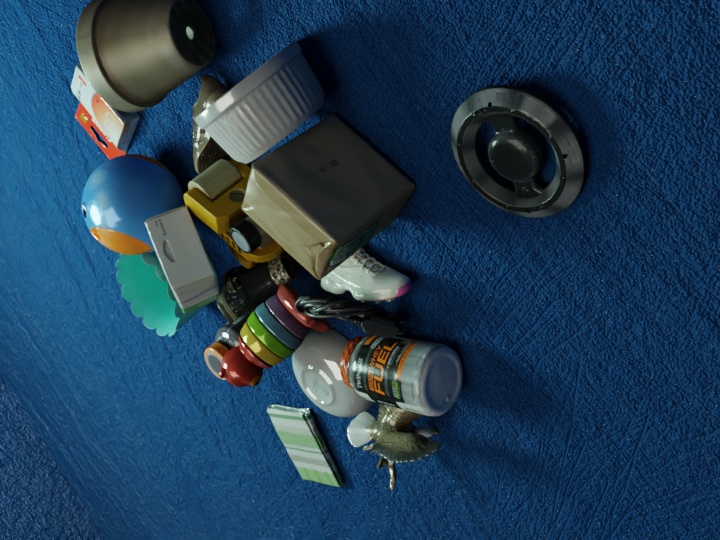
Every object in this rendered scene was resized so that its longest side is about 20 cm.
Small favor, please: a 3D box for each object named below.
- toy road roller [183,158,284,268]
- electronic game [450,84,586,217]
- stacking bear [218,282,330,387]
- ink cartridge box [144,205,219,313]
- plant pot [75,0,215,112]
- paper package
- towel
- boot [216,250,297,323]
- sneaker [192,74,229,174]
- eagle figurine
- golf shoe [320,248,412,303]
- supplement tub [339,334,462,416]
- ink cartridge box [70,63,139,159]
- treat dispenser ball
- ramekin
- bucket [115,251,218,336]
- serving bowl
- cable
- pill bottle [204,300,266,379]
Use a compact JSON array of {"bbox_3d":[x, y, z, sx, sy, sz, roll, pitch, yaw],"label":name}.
[{"bbox_3d":[-0.220,-0.094,1.660,0.200,0.123,0.146,40,152,17],"label":"toy road roller"},{"bbox_3d":[0.210,-0.158,1.216,0.199,0.042,0.201,26,141,23],"label":"electronic game"},{"bbox_3d":[-0.170,0.130,1.632,0.114,0.200,0.121,45,-176,18],"label":"stacking bear"},{"bbox_3d":[-0.333,-0.017,1.705,0.200,0.087,0.146,105,141,-76],"label":"ink cartridge box"},{"bbox_3d":[-0.350,-0.387,1.535,0.173,0.200,0.201,-8,113,31],"label":"plant pot"},{"bbox_3d":[-0.051,-0.118,1.395,0.191,0.200,0.104,42,142,14],"label":"paper package"},{"bbox_3d":[-0.122,0.388,2.006,0.149,0.031,0.201,-2,119,50],"label":"towel"},{"bbox_3d":[-0.193,0.016,1.739,0.153,0.204,0.074,-32,107,10],"label":"boot"},{"bbox_3d":[-0.272,-0.266,1.638,0.076,0.070,0.200,57,144,27],"label":"sneaker"},{"bbox_3d":[0.078,0.288,1.640,0.152,0.151,0.200,54,155,16],"label":"eagle figurine"},{"bbox_3d":[0.000,0.000,1.537,0.199,0.075,0.092,9,121,41],"label":"golf shoe"},{"bbox_3d":[0.067,0.175,1.559,0.199,0.122,0.123,6,123,43],"label":"supplement tub"},{"bbox_3d":[-0.550,-0.318,1.890,0.162,0.050,0.200,50,139,5],"label":"ink cartridge box"},{"bbox_3d":[-0.455,-0.132,1.808,0.200,0.201,0.202,27,135,30],"label":"treat dispenser ball"},{"bbox_3d":[-0.149,-0.255,1.401,0.105,0.200,0.200,52,144,-13],"label":"ramekin"},{"bbox_3d":[-0.413,0.022,1.936,0.207,0.135,0.208,26,134,31],"label":"bucket"},{"bbox_3d":[-0.065,0.211,1.773,0.200,0.066,0.201,27,135,30],"label":"serving bowl"},{"bbox_3d":[-0.025,0.066,1.544,0.163,0.199,0.051,22,97,61],"label":"cable"},{"bbox_3d":[-0.208,0.130,1.750,0.106,0.200,0.107,27,136,30],"label":"pill bottle"}]
